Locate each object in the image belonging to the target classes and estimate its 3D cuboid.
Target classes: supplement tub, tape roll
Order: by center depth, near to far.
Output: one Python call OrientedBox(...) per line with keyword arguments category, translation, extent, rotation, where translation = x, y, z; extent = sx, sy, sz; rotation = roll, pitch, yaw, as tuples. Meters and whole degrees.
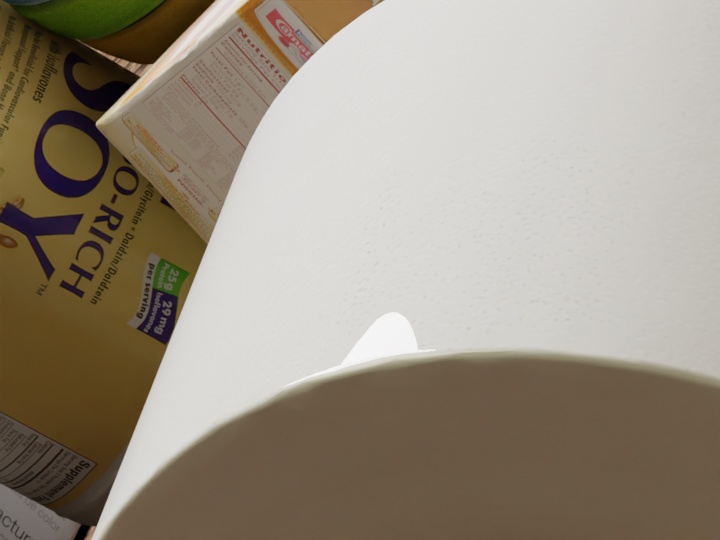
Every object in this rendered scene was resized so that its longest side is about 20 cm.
OrientedBox(category="tape roll", translation=(0.053, 0.053, 0.597), extent=(0.203, 0.203, 0.139), rotation=(-33, 23, 33))
OrientedBox(category="supplement tub", translation=(-0.108, -0.002, 1.003), extent=(0.145, 0.200, 0.145), rotation=(-53, 18, 25))

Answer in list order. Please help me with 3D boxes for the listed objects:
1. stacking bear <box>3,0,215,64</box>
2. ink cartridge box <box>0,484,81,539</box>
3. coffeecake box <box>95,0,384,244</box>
OrientedBox(category="stacking bear", translation=(-0.063, -0.119, 0.975), extent=(0.121, 0.200, 0.114), rotation=(2, 62, 53))
OrientedBox(category="ink cartridge box", translation=(-0.164, 0.035, 1.159), extent=(0.086, 0.148, 0.200), rotation=(-25, 29, 44))
OrientedBox(category="coffeecake box", translation=(0.020, -0.085, 0.849), extent=(0.154, 0.073, 0.200), rotation=(-46, 7, -18))
